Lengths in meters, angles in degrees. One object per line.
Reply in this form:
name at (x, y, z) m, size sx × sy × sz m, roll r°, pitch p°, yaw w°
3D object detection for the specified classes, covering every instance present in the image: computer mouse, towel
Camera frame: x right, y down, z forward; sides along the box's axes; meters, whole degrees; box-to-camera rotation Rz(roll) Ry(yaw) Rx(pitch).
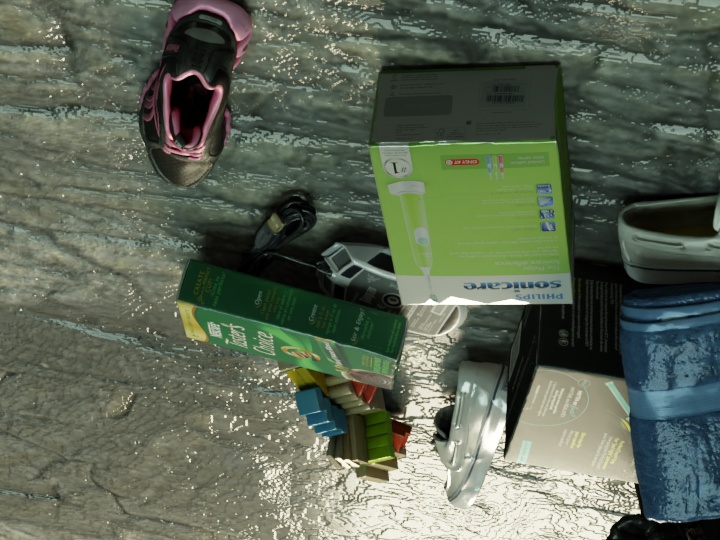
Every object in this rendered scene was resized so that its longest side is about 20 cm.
computer mouse at (0.000, 0.000, 1.613) m, size 0.200 × 0.044 × 0.110 m, roll 22°, pitch 138°, yaw -10°
towel at (0.272, 0.109, 1.500) m, size 0.111 × 0.049 × 0.201 m, roll -8°, pitch 108°, yaw 4°

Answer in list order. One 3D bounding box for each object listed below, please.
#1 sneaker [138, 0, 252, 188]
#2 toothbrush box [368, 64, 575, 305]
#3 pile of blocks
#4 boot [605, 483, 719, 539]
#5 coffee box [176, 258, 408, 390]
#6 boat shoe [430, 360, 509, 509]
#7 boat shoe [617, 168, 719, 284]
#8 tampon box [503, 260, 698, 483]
sneaker at (-0.136, -0.120, 1.447) m, size 0.079 × 0.096 × 0.200 m, roll 10°, pitch 143°, yaw -5°
toothbrush box at (0.094, -0.064, 1.481) m, size 0.145 × 0.086 × 0.200 m, roll -1°, pitch 139°, yaw 11°
pile of blocks at (-0.005, 0.133, 1.743) m, size 0.062 × 0.082 × 0.200 m, roll -16°, pitch 135°, yaw 28°
boot at (0.267, 0.220, 1.672) m, size 0.079 × 0.212 × 0.158 m, roll -34°, pitch 154°, yaw 35°
coffee box at (-0.060, 0.050, 1.634) m, size 0.199 × 0.044 × 0.123 m, roll 15°, pitch 164°, yaw 2°
boat shoe at (0.100, 0.152, 1.769) m, size 0.065 × 0.074 × 0.200 m, roll 18°, pitch 134°, yaw 3°
boat shoe at (0.304, -0.043, 1.493) m, size 0.201 × 0.075 × 0.086 m, roll -2°, pitch 132°, yaw 24°
tampon box at (0.238, 0.093, 1.616) m, size 0.199 × 0.126 × 0.150 m, roll 10°, pitch 140°, yaw -3°
